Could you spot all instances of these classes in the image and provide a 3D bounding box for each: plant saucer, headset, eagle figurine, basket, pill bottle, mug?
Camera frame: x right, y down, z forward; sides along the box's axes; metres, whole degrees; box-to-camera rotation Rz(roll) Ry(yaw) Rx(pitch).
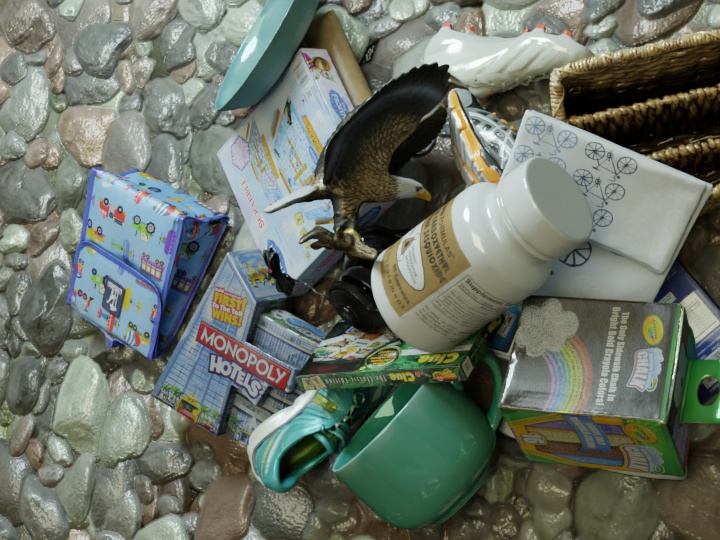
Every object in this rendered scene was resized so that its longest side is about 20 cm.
[{"bbox_3d":[-0.098,-0.258,1.614,0.036,0.200,0.200,31,97,-16],"label":"plant saucer"},{"bbox_3d":[0.000,0.000,1.493,0.199,0.094,0.124,-7,40,23],"label":"headset"},{"bbox_3d":[0.010,-0.110,1.424,0.151,0.151,0.201,12,89,38],"label":"eagle figurine"},{"bbox_3d":[0.289,-0.128,1.375,0.199,0.149,0.143,-10,75,8],"label":"basket"},{"bbox_3d":[0.113,-0.016,1.333,0.200,0.114,0.115,-37,65,36],"label":"pill bottle"},{"bbox_3d":[0.072,0.178,1.442,0.114,0.152,0.185,44,133,-3],"label":"mug"}]

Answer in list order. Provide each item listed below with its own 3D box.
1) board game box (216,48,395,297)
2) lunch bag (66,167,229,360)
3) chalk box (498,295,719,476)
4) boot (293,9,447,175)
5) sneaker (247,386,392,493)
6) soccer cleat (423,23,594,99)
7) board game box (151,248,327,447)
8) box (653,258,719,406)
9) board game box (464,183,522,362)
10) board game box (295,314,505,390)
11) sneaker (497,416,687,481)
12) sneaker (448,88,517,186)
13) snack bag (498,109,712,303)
[{"bbox_3d":[-0.064,-0.105,1.591,0.199,0.041,0.201,-44,62,42],"label":"board game box"},{"bbox_3d":[-0.265,-0.002,1.706,0.150,0.094,0.201,27,106,27],"label":"lunch bag"},{"bbox_3d":[0.247,0.108,1.333,0.199,0.124,0.125,4,61,23],"label":"chalk box"},{"bbox_3d":[-0.003,-0.204,1.584,0.175,0.066,0.201,-43,63,40],"label":"boot"},{"bbox_3d":[-0.029,0.160,1.518,0.200,0.078,0.080,-44,30,-1],"label":"sneaker"},{"bbox_3d":[0.155,-0.216,1.528,0.199,0.069,0.078,9,76,36],"label":"soccer cleat"},{"bbox_3d":[-0.118,0.089,1.588,0.200,0.062,0.201,27,109,28],"label":"board game box"},{"bbox_3d":[0.290,0.051,1.430,0.121,0.032,0.200,-42,64,14],"label":"box"},{"bbox_3d":[0.144,-0.012,1.494,0.126,0.035,0.201,16,81,36],"label":"board game box"},{"bbox_3d":[0.039,0.079,1.455,0.199,0.105,0.024,-6,118,36],"label":"board game box"},{"bbox_3d":[0.232,0.149,1.419,0.199,0.073,0.085,17,91,30],"label":"sneaker"},{"bbox_3d":[0.145,-0.117,1.477,0.077,0.078,0.200,-21,53,-6],"label":"sneaker"},{"bbox_3d":[0.209,-0.034,1.375,0.188,0.021,0.201,23,119,4],"label":"snack bag"}]
